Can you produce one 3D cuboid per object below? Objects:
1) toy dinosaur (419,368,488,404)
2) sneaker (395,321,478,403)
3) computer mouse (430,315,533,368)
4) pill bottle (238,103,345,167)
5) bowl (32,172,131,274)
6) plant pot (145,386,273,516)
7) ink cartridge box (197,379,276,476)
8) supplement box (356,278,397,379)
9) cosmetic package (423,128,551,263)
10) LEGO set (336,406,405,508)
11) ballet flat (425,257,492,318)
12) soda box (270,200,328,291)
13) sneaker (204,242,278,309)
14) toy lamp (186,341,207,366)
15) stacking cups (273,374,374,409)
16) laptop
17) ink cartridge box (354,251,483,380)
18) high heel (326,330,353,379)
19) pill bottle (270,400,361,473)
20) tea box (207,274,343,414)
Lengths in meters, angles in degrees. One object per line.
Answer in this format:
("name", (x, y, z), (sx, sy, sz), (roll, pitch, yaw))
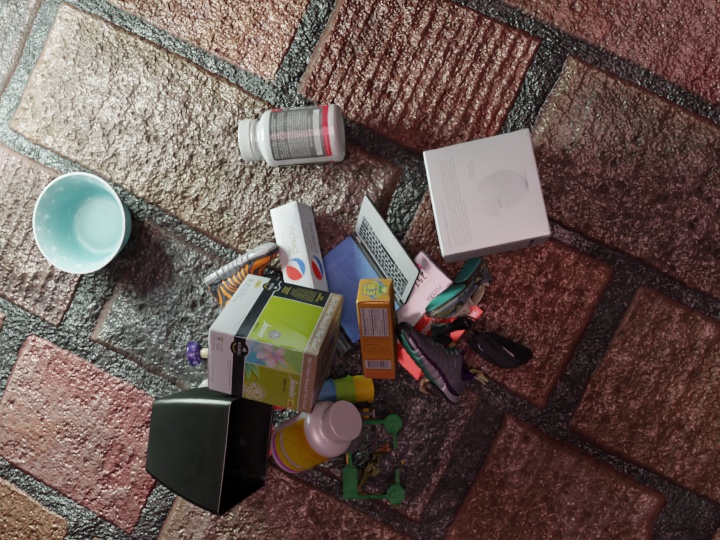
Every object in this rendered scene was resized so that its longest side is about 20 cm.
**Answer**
("toy dinosaur", (0.151, 0.198, 1.410), (0.198, 0.058, 0.102), (26, 83, -5))
("sneaker", (0.143, 0.153, 1.331), (0.087, 0.074, 0.201), (-40, 116, -9))
("computer mouse", (0.226, 0.152, 1.366), (0.199, 0.140, 0.047), (29, 63, -28))
("pill bottle", (-0.134, -0.262, 1.395), (0.197, 0.111, 0.113), (-4, 92, 8))
("bowl", (-0.555, -0.096, 1.464), (0.198, 0.105, 0.204), (0, 93, 7))
("plant pot", (-0.284, 0.311, 1.325), (0.175, 0.200, 0.203), (7, 92, 17))
("ink cartridge box", (-0.277, 0.334, 1.453), (0.200, 0.084, 0.145), (42, 97, 3))
("supplement box", (0.033, 0.110, 1.318), (0.068, 0.067, 0.202), (2, 129, 6))
("cosmetic package", (0.233, -0.134, 1.334), (0.197, 0.123, 0.202), (-10, 83, 7))
("LEGO set", (0.014, 0.375, 1.418), (0.151, 0.116, 0.203), (-7, 78, -11))
("ballet flat", (0.193, 0.048, 1.337), (0.074, 0.200, 0.075), (25, 136, 27))
("soda box", (-0.119, -0.029, 1.403), (0.063, 0.068, 0.203), (-17, 79, 21))
("sneaker", (-0.218, 0.024, 1.428), (0.199, 0.077, 0.113), (-26, 98, 37))
("toy lamp", (-0.253, 0.162, 1.459), (0.197, 0.058, 0.059), (-6, 92, 11))
("stacking cups", (-0.073, 0.245, 1.389), (0.197, 0.060, 0.061), (-7, 92, -21))
("laptop", (0.000, 0.000, 1.363), (0.115, 0.201, 0.188), (-25, 68, -23))
("ink cartridge box", (0.116, 0.093, 1.410), (0.174, 0.044, 0.200), (44, 97, 5))
("high heel", (-0.117, 0.164, 1.446), (0.200, 0.071, 0.143), (-45, 67, 17))
("pill bottle", (-0.082, 0.312, 1.348), (0.200, 0.104, 0.105), (-37, 86, 45))
("tea box", (-0.148, 0.127, 1.282), (0.194, 0.201, 0.135), (12, 120, 7))
